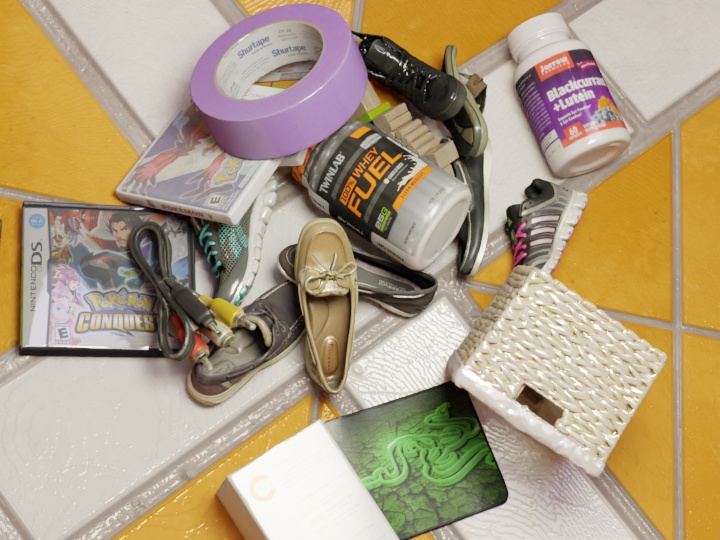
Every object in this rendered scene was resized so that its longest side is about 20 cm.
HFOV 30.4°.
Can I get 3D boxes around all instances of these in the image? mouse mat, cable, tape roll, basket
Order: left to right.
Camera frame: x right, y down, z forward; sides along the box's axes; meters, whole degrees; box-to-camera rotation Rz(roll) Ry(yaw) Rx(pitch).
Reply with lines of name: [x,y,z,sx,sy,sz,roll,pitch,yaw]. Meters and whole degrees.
cable: [-0.210,0.033,1.500,0.097,0.050,0.200,-42,59,-5]
tape roll: [-0.095,-0.222,1.548,0.200,0.066,0.200,-12,46,13]
mouse mat: [0.064,0.227,1.560,0.200,0.008,0.161,-16,74,-23]
basket: [0.221,0.109,1.525,0.198,0.200,0.161,34,90,0]

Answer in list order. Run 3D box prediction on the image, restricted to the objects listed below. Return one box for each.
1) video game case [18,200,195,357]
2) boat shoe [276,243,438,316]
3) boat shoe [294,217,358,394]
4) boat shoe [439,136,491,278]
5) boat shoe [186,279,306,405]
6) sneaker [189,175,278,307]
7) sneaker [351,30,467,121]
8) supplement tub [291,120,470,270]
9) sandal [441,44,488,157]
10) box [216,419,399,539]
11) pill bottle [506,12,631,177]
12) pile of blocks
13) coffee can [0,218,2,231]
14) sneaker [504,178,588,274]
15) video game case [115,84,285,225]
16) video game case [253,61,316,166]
video game case: [-0.290,0.010,1.529,0.200,0.026,0.181,2,68,-16]
boat shoe: [0.000,0.000,1.586,0.200,0.057,0.067,17,51,-22]
boat shoe: [-0.033,0.041,1.522,0.073,0.063,0.200,-8,104,-9]
boat shoe: [0.128,-0.081,1.674,0.067,0.072,0.200,7,62,-9]
boat shoe: [-0.119,0.074,1.532,0.072,0.065,0.200,45,62,8]
sneaker: [-0.161,-0.036,1.562,0.091,0.078,0.200,18,55,-13]
sneaker: [0.047,-0.252,1.678,0.104,0.200,0.060,26,99,-33]
supplement tub: [0.023,-0.099,1.602,0.200,0.123,0.123,33,61,17]
sandal: [0.138,-0.212,1.698,0.057,0.080,0.201,-3,44,-12]
box: [-0.049,0.285,1.447,0.124,0.097,0.200,-30,80,-23]
pill bottle: [0.269,-0.234,1.755,0.111,0.111,0.200,-15,73,-22]
pile of blocks: [0.046,-0.172,1.683,0.200,0.082,0.062,42,44,12]
coffee can: [-0.487,0.008,1.401,0.200,0.146,0.147,6,67,-14]
sneaker: [0.214,-0.040,1.682,0.087,0.074,0.200,30,61,0]
video game case: [-0.169,-0.146,1.572,0.182,0.023,0.200,13,57,33]
video game case: [-0.109,-0.213,1.631,0.143,0.017,0.200,1,59,27]
